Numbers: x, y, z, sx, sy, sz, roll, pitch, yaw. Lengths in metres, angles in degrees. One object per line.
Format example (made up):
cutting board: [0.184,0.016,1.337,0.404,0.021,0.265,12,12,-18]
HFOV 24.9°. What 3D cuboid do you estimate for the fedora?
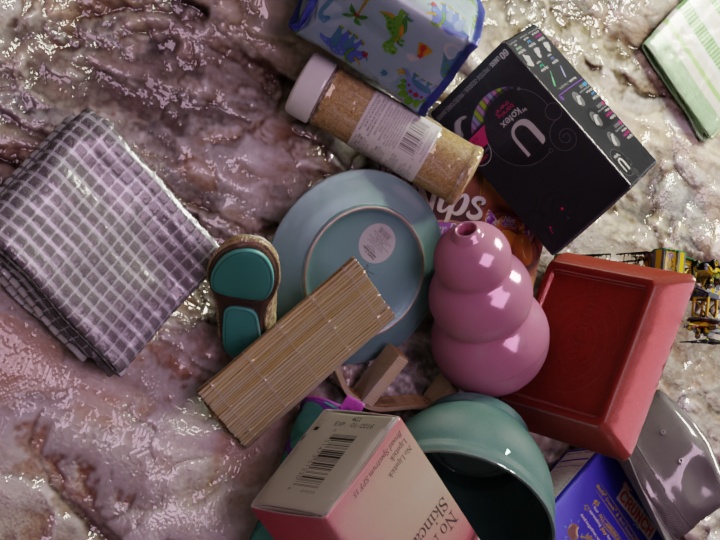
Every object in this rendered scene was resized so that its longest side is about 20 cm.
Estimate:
fedora: [0.339,0.210,1.780,0.201,0.090,0.177,63,11,21]

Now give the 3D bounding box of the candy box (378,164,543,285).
candy box: [0.104,-0.054,1.733,0.199,0.056,0.118,27,70,-30]

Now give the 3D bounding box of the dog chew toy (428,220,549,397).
dog chew toy: [0.123,0.033,1.654,0.125,0.124,0.201,-45,138,-30]

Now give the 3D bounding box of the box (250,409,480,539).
box: [0.015,0.244,1.499,0.128,0.108,0.201,-51,121,-31]

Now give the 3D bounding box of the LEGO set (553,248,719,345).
LEGO set: [0.302,0.048,1.787,0.153,0.198,0.117,20,74,-52]

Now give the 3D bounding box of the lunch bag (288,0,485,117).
lunch bag: [0.033,-0.275,1.654,0.169,0.128,0.201,32,35,-12]

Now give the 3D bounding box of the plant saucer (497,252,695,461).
plant saucer: [0.232,0.078,1.694,0.037,0.199,0.201,27,81,-36]

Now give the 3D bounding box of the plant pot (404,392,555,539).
plant pot: [0.104,0.208,1.635,0.200,0.199,0.135,46,34,-20]

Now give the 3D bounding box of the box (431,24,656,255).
box: [0.192,-0.138,1.715,0.200,0.122,0.106,48,31,3]

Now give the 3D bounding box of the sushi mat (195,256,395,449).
sushi mat: [-0.060,0.081,1.562,0.200,0.012,0.096,-41,133,-4]

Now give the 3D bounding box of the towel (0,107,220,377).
towel: [-0.236,-0.022,1.481,0.200,0.085,0.166,47,62,-20]

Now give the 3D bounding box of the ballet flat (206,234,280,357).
ballet flat: [-0.107,0.008,1.521,0.070,0.201,0.066,11,57,-2]

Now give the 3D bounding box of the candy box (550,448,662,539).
candy box: [0.232,0.317,1.758,0.200,0.077,0.170,-42,106,-29]

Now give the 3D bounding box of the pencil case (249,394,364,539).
pencil case: [-0.050,0.222,1.570,0.084,0.093,0.201,22,68,-3]

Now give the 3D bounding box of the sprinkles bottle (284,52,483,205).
sprinkles bottle: [0.024,-0.141,1.639,0.199,0.068,0.069,30,66,-1]

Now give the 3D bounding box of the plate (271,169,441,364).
plate: [0.000,0.000,1.632,0.198,0.026,0.202,-7,107,-24]

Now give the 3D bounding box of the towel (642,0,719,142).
towel: [0.438,-0.275,2.010,0.200,0.023,0.153,-47,109,-28]

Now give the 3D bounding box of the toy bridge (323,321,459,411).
toy bridge: [0.019,0.107,1.653,0.199,0.027,0.067,32,100,-39]
